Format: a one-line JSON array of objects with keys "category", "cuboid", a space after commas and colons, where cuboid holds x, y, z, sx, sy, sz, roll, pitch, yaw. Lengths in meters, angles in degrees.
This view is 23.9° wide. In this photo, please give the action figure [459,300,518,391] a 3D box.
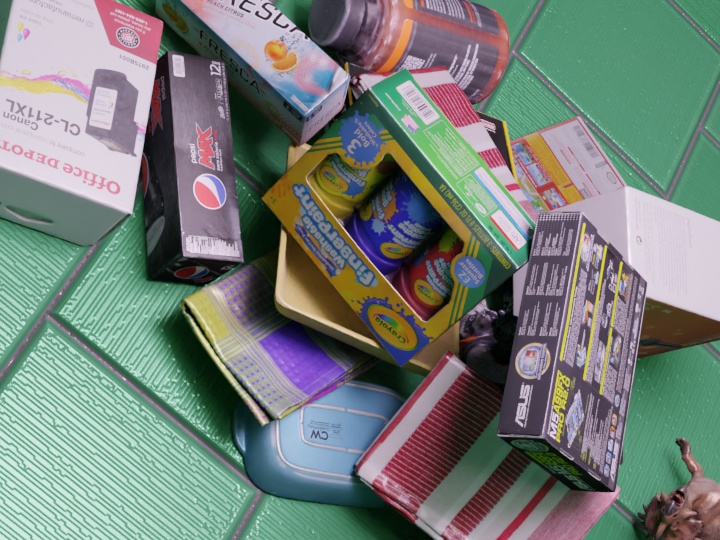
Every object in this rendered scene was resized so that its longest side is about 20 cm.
[{"category": "action figure", "cuboid": [0.136, 0.110, 1.592, 0.194, 0.104, 0.200, 65, 9, 25]}]

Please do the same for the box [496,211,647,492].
[{"category": "box", "cuboid": [0.185, 0.072, 1.454, 0.160, 0.044, 0.201, 37, 59, -52]}]

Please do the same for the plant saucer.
[{"category": "plant saucer", "cuboid": [0.000, 0.000, 1.587, 0.199, 0.048, 0.201, 25, 46, -23]}]

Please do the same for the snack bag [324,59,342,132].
[{"category": "snack bag", "cuboid": [0.043, -0.103, 1.721, 0.188, 0.021, 0.201, 17, 62, -28]}]

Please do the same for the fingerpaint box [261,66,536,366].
[{"category": "fingerpaint box", "cuboid": [0.037, -0.045, 1.489, 0.200, 0.167, 0.073, 51, 37, 3]}]

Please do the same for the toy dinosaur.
[{"category": "toy dinosaur", "cuboid": [0.355, 0.267, 1.754, 0.200, 0.086, 0.136, 52, 60, -27]}]

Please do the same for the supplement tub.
[{"category": "supplement tub", "cuboid": [0.047, -0.238, 1.716, 0.199, 0.107, 0.108, 12, 64, -35]}]

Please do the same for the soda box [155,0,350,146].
[{"category": "soda box", "cuboid": [-0.103, -0.213, 1.588, 0.200, 0.068, 0.064, 43, 69, 10]}]

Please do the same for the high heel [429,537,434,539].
[{"category": "high heel", "cuboid": [0.064, 0.250, 1.554, 0.142, 0.071, 0.201, 17, 71, -36]}]

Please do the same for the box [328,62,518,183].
[{"category": "box", "cuboid": [0.064, -0.101, 1.650, 0.199, 0.049, 0.160, 17, 50, -31]}]

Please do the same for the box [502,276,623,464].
[{"category": "box", "cuboid": [0.208, 0.092, 1.745, 0.136, 0.038, 0.201, 19, 62, -28]}]

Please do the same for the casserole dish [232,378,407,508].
[{"category": "casserole dish", "cuboid": [-0.023, 0.151, 1.559, 0.199, 0.039, 0.122, 12, 64, -30]}]

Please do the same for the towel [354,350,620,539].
[{"category": "towel", "cuboid": [0.112, 0.188, 1.518, 0.200, 0.023, 0.144, 39, 97, 1]}]

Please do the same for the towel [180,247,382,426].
[{"category": "towel", "cuboid": [-0.063, 0.049, 1.549, 0.144, 0.023, 0.200, 53, 40, 8]}]

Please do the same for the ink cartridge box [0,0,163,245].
[{"category": "ink cartridge box", "cuboid": [-0.263, -0.143, 1.481, 0.145, 0.083, 0.201, 20, 60, -28]}]

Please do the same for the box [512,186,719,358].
[{"category": "box", "cuboid": [0.271, 0.007, 1.685, 0.199, 0.152, 0.107, 16, 66, -39]}]

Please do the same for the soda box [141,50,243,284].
[{"category": "soda box", "cuboid": [-0.157, -0.093, 1.542, 0.063, 0.071, 0.201, 7, 68, -34]}]

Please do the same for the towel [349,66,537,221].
[{"category": "towel", "cuboid": [0.085, -0.108, 1.609, 0.144, 0.023, 0.201, -11, 66, -47]}]

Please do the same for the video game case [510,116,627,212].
[{"category": "video game case", "cuboid": [0.212, -0.083, 1.805, 0.200, 0.017, 0.143, -22, 75, -45]}]
